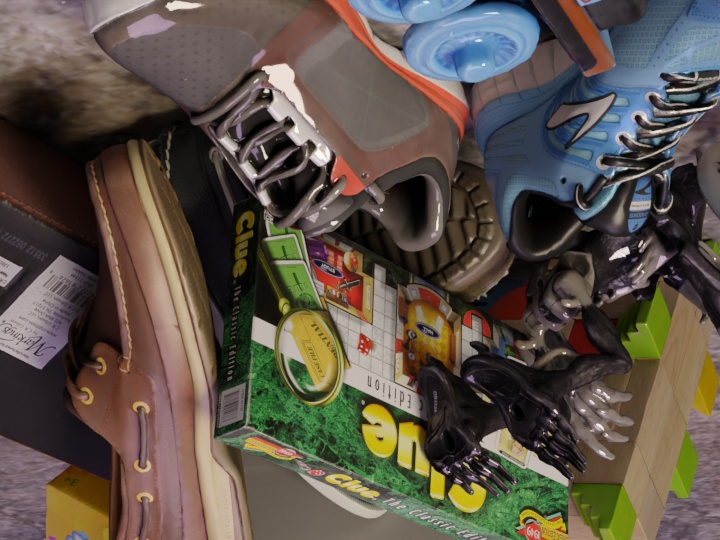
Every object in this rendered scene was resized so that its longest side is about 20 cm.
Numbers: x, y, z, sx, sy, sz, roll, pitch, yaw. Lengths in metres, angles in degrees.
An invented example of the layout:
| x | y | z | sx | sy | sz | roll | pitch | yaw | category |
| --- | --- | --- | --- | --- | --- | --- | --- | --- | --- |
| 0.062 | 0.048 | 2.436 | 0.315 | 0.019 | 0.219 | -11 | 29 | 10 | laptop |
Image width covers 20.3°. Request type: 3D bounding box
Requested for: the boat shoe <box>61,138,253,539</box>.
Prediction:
| x | y | z | sx | sy | sz | roll | pitch | yaw | category |
| --- | --- | --- | --- | --- | --- | --- | --- | --- | --- |
| -0.090 | 0.043 | 0.822 | 0.067 | 0.072 | 0.201 | -10 | 121 | -3 | boat shoe |

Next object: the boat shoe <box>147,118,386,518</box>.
| x | y | z | sx | sy | sz | roll | pitch | yaw | category |
| --- | --- | --- | --- | --- | --- | --- | --- | --- | --- |
| -0.026 | 0.020 | 0.879 | 0.060 | 0.076 | 0.200 | -27 | 109 | 27 | boat shoe |

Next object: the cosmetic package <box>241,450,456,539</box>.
| x | y | z | sx | sy | sz | roll | pitch | yaw | category |
| --- | --- | --- | --- | --- | --- | --- | --- | --- | --- |
| -0.011 | 0.141 | 0.934 | 0.106 | 0.200 | 0.090 | 0 | 125 | -15 | cosmetic package |

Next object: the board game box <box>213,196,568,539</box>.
| x | y | z | sx | sy | sz | roll | pitch | yaw | category |
| --- | --- | --- | --- | --- | --- | --- | --- | --- | --- |
| 0.020 | 0.052 | 0.854 | 0.023 | 0.105 | 0.200 | -19 | 146 | 40 | board game box |

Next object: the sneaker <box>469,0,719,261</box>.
| x | y | z | sx | sy | sz | roll | pitch | yaw | category |
| --- | --- | --- | --- | --- | --- | --- | --- | --- | --- |
| 0.114 | -0.058 | 0.781 | 0.078 | 0.090 | 0.200 | 8 | 157 | -24 | sneaker |

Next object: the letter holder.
| x | y | z | sx | sy | sz | roll | pitch | yaw | category |
| --- | --- | --- | --- | --- | --- | --- | --- | --- | --- |
| -0.155 | -0.007 | 0.901 | 0.101 | 0.142 | 0.200 | -45 | 139 | 11 | letter holder |

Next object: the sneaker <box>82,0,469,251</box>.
| x | y | z | sx | sy | sz | roll | pitch | yaw | category |
| --- | --- | --- | --- | --- | --- | --- | --- | --- | --- |
| -0.023 | -0.058 | 0.782 | 0.077 | 0.082 | 0.200 | -19 | 153 | 39 | sneaker |

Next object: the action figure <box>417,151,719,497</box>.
| x | y | z | sx | sy | sz | roll | pitch | yaw | category |
| --- | --- | --- | --- | --- | --- | --- | --- | --- | --- |
| 0.112 | 0.028 | 0.869 | 0.200 | 0.102 | 0.119 | -39 | -178 | -41 | action figure |

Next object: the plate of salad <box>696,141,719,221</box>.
| x | y | z | sx | sy | sz | roll | pitch | yaw | category |
| --- | --- | --- | --- | --- | --- | --- | --- | --- | --- |
| 0.236 | -0.018 | 0.824 | 0.199 | 0.200 | 0.048 | 6 | 119 | -20 | plate of salad |

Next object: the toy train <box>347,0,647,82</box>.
| x | y | z | sx | sy | sz | roll | pitch | yaw | category |
| --- | --- | --- | --- | --- | --- | --- | --- | --- | --- |
| 0.044 | -0.125 | 0.613 | 0.114 | 0.087 | 0.200 | -15 | 156 | 18 | toy train |

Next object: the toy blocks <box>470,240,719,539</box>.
| x | y | z | sx | sy | sz | roll | pitch | yaw | category |
| --- | --- | --- | --- | --- | --- | --- | --- | --- | --- |
| 0.091 | 0.060 | 0.998 | 0.136 | 0.200 | 0.100 | -1 | 137 | 28 | toy blocks |

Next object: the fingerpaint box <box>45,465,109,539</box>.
| x | y | z | sx | sy | sz | roll | pitch | yaw | category |
| --- | --- | --- | --- | --- | --- | --- | --- | --- | --- |
| -0.039 | 0.136 | 1.067 | 0.199 | 0.167 | 0.074 | 25 | 130 | 24 | fingerpaint box |

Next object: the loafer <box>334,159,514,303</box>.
| x | y | z | sx | sy | sz | roll | pitch | yaw | category |
| --- | --- | --- | --- | --- | --- | --- | --- | --- | --- |
| 0.000 | 0.000 | 0.959 | 0.199 | 0.076 | 0.067 | -19 | 162 | 38 | loafer |
